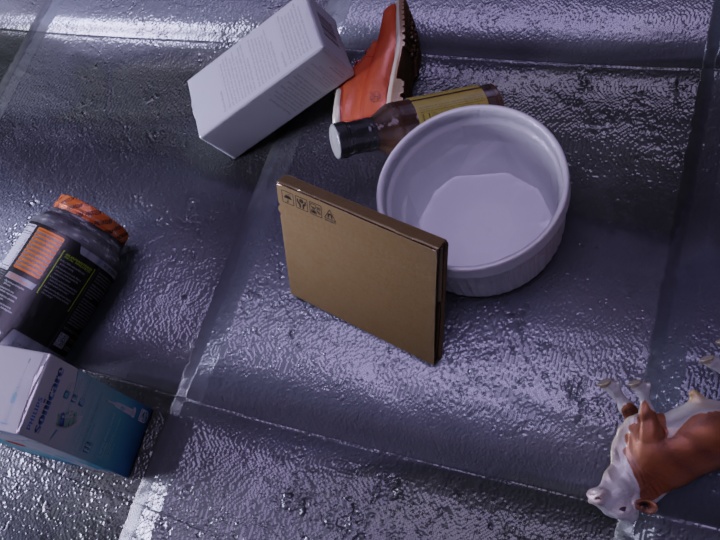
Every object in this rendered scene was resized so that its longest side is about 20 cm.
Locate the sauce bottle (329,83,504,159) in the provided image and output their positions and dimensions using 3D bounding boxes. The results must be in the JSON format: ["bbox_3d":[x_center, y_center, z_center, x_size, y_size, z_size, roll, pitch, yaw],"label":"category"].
[{"bbox_3d":[0.064,-0.167,0.966,0.200,0.065,0.065,-13,59,-14],"label":"sauce bottle"}]

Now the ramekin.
[{"bbox_3d":[0.125,-0.067,0.910,0.200,0.105,0.200,-7,63,14],"label":"ramekin"}]

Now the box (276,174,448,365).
[{"bbox_3d":[0.000,0.000,0.891,0.200,0.164,0.021,24,49,27],"label":"box"}]

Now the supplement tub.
[{"bbox_3d":[-0.373,0.016,1.023,0.122,0.123,0.200,22,73,26],"label":"supplement tub"}]

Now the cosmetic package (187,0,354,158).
[{"bbox_3d":[-0.116,-0.241,1.065,0.200,0.071,0.102,-30,58,22],"label":"cosmetic package"}]

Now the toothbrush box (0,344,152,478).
[{"bbox_3d":[-0.343,0.147,0.903,0.146,0.200,0.085,7,67,21],"label":"toothbrush box"}]

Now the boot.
[{"bbox_3d":[0.018,-0.253,1.059,0.107,0.075,0.200,-2,65,23],"label":"boot"}]

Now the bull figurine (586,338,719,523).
[{"bbox_3d":[0.286,0.145,0.765,0.200,0.065,0.122,-21,93,-1],"label":"bull figurine"}]
